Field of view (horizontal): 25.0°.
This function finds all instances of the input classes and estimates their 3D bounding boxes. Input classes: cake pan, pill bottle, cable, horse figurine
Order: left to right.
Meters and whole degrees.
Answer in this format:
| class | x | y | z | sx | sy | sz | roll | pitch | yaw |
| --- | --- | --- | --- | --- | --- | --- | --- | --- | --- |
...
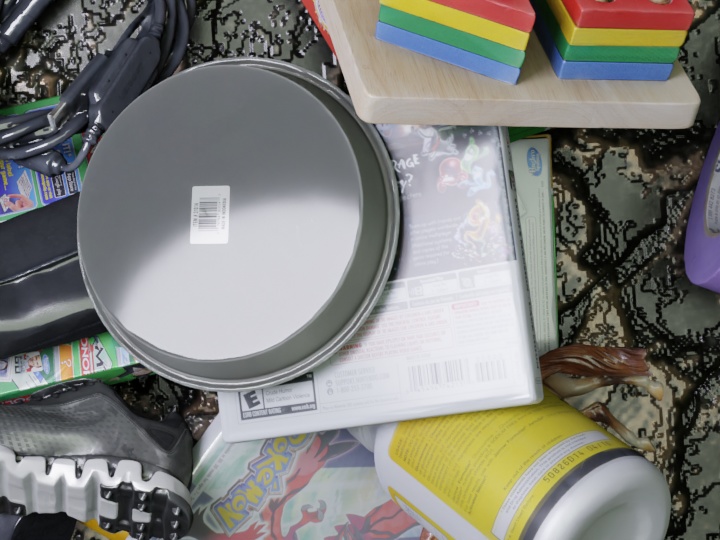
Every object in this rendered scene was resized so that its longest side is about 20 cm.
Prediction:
| class | x | y | z | sx | sy | sz | roll | pitch | yaw |
| --- | --- | --- | --- | --- | --- | --- | --- | --- | --- |
| cable | -0.197 | -0.145 | 1.058 | 0.163 | 0.051 | 0.200 | 7 | 56 | 25 |
| cake pan | -0.078 | -0.031 | 0.942 | 0.200 | 0.037 | 0.200 | -2 | 82 | 14 |
| pill bottle | 0.079 | 0.116 | 0.975 | 0.200 | 0.112 | 0.112 | 35 | 88 | 42 |
| horse figurine | 0.123 | 0.122 | 1.073 | 0.132 | 0.050 | 0.200 | 13 | 115 | -9 |

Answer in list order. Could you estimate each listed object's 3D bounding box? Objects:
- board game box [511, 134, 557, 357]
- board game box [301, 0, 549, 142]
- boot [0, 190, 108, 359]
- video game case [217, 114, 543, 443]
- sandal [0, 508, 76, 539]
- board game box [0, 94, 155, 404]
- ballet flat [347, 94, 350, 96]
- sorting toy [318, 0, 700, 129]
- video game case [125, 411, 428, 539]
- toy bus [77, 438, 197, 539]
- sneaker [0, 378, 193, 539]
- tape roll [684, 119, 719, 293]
| class | x | y | z | sx | sy | sz | roll | pitch | yaw |
| --- | --- | --- | --- | --- | --- | --- | --- | --- | --- |
| board game box | 0.029 | -0.011 | 1.092 | 0.200 | 0.040 | 0.153 | -2 | 90 | -2 |
| board game box | 0.051 | -0.169 | 1.039 | 0.153 | 0.040 | 0.200 | -20 | 67 | -24 |
| boot | -0.227 | -0.023 | 1.010 | 0.200 | 0.066 | 0.165 | -20 | 78 | -4 |
| video game case | 0.000 | 0.000 | 0.957 | 0.200 | 0.023 | 0.182 | -10 | 83 | 23 |
| sandal | -0.220 | 0.231 | 1.043 | 0.043 | 0.076 | 0.200 | 30 | 120 | 30 |
| board game box | -0.211 | -0.015 | 1.058 | 0.134 | 0.029 | 0.200 | -13 | 69 | -5 |
| ballet flat | -0.004 | -0.069 | 1.022 | 0.200 | 0.072 | 0.068 | 16 | 129 | -5 |
| sorting toy | 0.080 | -0.171 | 0.946 | 0.199 | 0.200 | 0.070 | -1 | 132 | -16 |
| video game case | -0.043 | 0.167 | 1.058 | 0.182 | 0.023 | 0.200 | 40 | 81 | -29 |
| toy bus | -0.169 | 0.128 | 1.080 | 0.200 | 0.065 | 0.078 | 30 | 91 | -3 |
| sneaker | -0.193 | 0.104 | 0.995 | 0.200 | 0.067 | 0.091 | 12 | 46 | -1 |
| tape roll | 0.284 | -0.070 | 1.030 | 0.085 | 0.200 | 0.200 | 20 | 89 | -1 |
